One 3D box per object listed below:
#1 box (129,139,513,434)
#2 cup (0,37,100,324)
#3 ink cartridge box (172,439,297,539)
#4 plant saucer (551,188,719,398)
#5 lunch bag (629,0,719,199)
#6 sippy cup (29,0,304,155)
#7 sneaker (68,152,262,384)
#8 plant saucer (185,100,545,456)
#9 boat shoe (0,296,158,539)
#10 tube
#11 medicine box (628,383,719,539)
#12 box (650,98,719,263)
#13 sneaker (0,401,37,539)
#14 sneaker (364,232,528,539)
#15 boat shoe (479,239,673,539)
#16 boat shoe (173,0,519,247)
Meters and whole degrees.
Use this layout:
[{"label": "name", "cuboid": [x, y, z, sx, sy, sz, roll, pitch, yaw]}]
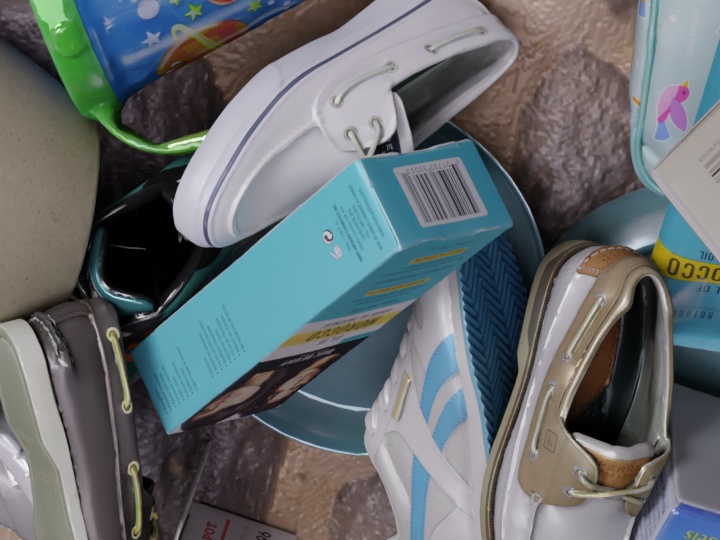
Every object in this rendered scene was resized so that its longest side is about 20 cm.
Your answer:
[{"label": "box", "cuboid": [-0.022, 0.010, 1.255, 0.200, 0.082, 0.049, -39, 71, 42]}, {"label": "cup", "cuboid": [-0.210, -0.041, 1.284, 0.142, 0.201, 0.201, 10, 113, -17]}, {"label": "ink cartridge box", "cuboid": [-0.087, 0.207, 1.392, 0.067, 0.116, 0.201, 18, 112, -1]}, {"label": "plant saucer", "cuboid": [0.177, 0.053, 1.353, 0.199, 0.027, 0.202, 3, 110, 7]}, {"label": "lunch bag", "cuboid": [0.214, -0.127, 1.252, 0.159, 0.077, 0.201, 7, 117, 3]}, {"label": "sippy cup", "cuboid": [-0.095, -0.158, 1.254, 0.130, 0.140, 0.179, -20, 126, 1]}, {"label": "sneaker", "cuboid": [-0.123, 0.007, 1.318, 0.071, 0.080, 0.200, 48, 125, 9]}, {"label": "plant saucer", "cuboid": [0.000, 0.000, 1.345, 0.199, 0.027, 0.202, 4, 112, 9]}, {"label": "boat shoe", "cuboid": [-0.130, 0.112, 1.288, 0.060, 0.072, 0.202, -20, 114, -23]}, {"label": "tube", "cuboid": [0.181, -0.040, 1.234, 0.077, 0.051, 0.201, 12, 128, 5]}, {"label": "medicine box", "cuboid": [0.203, 0.183, 1.331, 0.181, 0.103, 0.201, 17, 124, -8]}, {"label": "box", "cuboid": [0.230, -0.007, 1.190, 0.078, 0.095, 0.200, -45, 137, 12]}, {"label": "sneaker", "cuboid": [-0.200, 0.099, 1.397, 0.082, 0.075, 0.200, -38, 96, 32]}, {"label": "sneaker", "cuboid": [0.041, 0.063, 1.307, 0.080, 0.076, 0.201, 3, 105, 29]}, {"label": "boat shoe", "cuboid": [0.108, 0.088, 1.249, 0.074, 0.068, 0.202, 2, 95, -26]}, {"label": "boat shoe", "cuboid": [-0.002, -0.074, 1.241, 0.067, 0.200, 0.074, 33, 153, 27]}]
